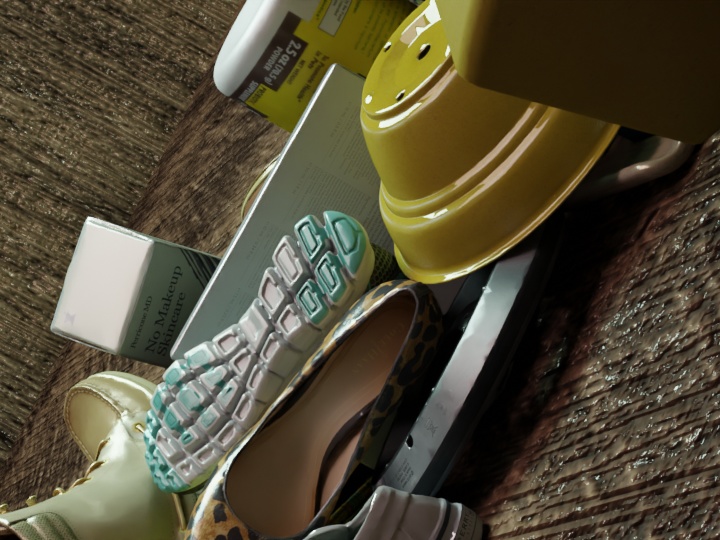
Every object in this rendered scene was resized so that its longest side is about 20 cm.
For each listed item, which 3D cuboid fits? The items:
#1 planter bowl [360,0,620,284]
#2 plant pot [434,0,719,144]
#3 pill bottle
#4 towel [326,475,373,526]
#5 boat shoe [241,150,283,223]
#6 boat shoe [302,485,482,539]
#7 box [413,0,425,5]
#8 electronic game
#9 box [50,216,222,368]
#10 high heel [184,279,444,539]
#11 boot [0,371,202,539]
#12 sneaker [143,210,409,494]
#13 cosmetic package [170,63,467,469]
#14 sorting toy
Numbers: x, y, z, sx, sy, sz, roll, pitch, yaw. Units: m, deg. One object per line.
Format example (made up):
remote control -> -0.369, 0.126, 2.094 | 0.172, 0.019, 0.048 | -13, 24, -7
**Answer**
planter bowl -> 0.060, -0.097, 1.499 | 0.200, 0.083, 0.200 | -40, 26, 24
plant pot -> 0.130, -0.180, 1.342 | 0.200, 0.200, 0.177 | -102, 31, -54
pill bottle -> 0.017, -0.113, 1.713 | 0.109, 0.200, 0.109 | -57, 11, 17
towel -> -0.047, 0.180, 1.550 | 0.200, 0.018, 0.086 | -40, -6, -43
boat shoe -> 0.008, -0.060, 1.825 | 0.200, 0.072, 0.068 | -26, 45, 18
boat shoe -> -0.005, 0.161, 1.464 | 0.200, 0.067, 0.074 | -49, 16, 49
box -> 0.055, -0.174, 1.696 | 0.035, 0.200, 0.110 | -60, 11, 4
electronic game -> 0.060, 0.053, 1.506 | 0.200, 0.042, 0.200 | -62, 3, 5
box -> -0.103, 0.029, 1.803 | 0.068, 0.200, 0.082 | 18, 92, 40
high heel -> -0.031, 0.090, 1.468 | 0.200, 0.071, 0.143 | -48, -11, -29
boot -> -0.165, 0.137, 1.626 | 0.200, 0.155, 0.073 | 43, 136, 41
sneaker -> -0.041, 0.059, 1.569 | 0.200, 0.091, 0.078 | -46, 50, 19
cosmetic package -> 0.000, 0.000, 1.630 | 0.200, 0.151, 0.052 | -60, 4, 0
sorting toy -> 0.165, -0.127, 1.502 | 0.200, 0.036, 0.185 | -63, 11, -12
